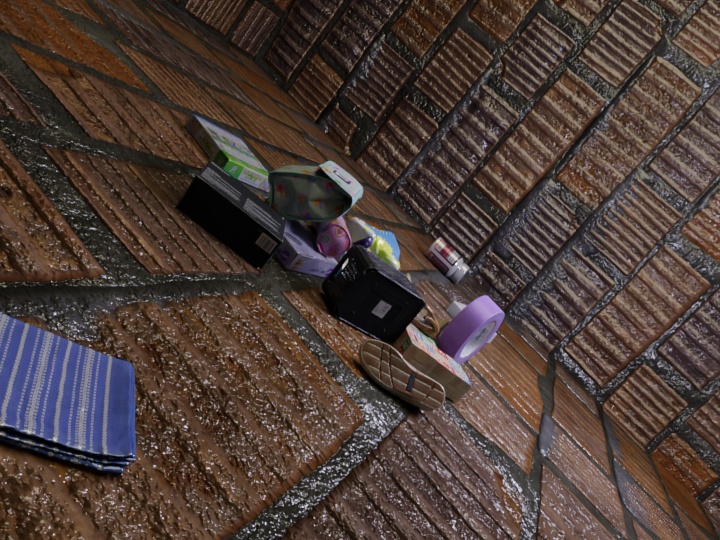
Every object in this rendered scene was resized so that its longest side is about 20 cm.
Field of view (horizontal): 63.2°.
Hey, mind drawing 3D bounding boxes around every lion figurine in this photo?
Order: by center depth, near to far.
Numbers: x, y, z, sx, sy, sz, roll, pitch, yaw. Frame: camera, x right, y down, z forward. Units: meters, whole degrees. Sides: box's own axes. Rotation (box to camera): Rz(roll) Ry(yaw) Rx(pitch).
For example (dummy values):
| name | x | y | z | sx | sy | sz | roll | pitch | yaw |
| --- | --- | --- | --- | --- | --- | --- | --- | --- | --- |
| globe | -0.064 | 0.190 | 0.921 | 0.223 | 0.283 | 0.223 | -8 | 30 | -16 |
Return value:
| name | x | y | z | sx | sy | sz | roll | pitch | yaw |
| --- | --- | --- | --- | --- | --- | --- | --- | --- | --- |
| lion figurine | 0.144 | 0.130 | 1.441 | 0.123 | 0.073 | 0.199 | 46 | -8 | -22 |

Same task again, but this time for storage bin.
| name | x | y | z | sx | sy | sz | roll | pitch | yaw |
| --- | --- | --- | --- | --- | --- | --- | --- | --- | --- |
| storage bin | 0.028 | 0.056 | 1.286 | 0.198 | 0.136 | 0.094 | 32 | 15 | -36 |

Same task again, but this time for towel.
| name | x | y | z | sx | sy | sz | roll | pitch | yaw |
| --- | --- | --- | --- | --- | --- | --- | --- | --- | --- |
| towel | -0.289 | 0.094 | 0.516 | 0.198 | 0.024 | 0.146 | 34 | 16 | -34 |

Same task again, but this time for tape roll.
| name | x | y | z | sx | sy | sz | roll | pitch | yaw |
| --- | --- | --- | --- | --- | --- | --- | --- | --- | --- |
| tape roll | 0.298 | 0.165 | 1.584 | 0.066 | 0.201 | 0.199 | 45 | 14 | 25 |

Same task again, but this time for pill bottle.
| name | x | y | z | sx | sy | sz | roll | pitch | yaw |
| --- | --- | --- | --- | --- | --- | --- | --- | --- | --- |
| pill bottle | 0.403 | -0.045 | 2.709 | 0.200 | 0.115 | 0.114 | 45 | 14 | 12 |

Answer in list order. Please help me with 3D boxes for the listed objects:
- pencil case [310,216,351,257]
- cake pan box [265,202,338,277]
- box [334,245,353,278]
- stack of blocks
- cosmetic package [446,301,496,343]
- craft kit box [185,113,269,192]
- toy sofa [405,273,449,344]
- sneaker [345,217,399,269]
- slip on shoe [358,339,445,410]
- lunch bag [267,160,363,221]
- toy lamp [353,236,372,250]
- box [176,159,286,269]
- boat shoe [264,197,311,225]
| name | x | y | z | sx | sy | sz | roll | pitch | yaw |
| --- | --- | --- | --- | --- | --- | --- | --- | --- | --- |
| pencil case | -0.075 | -0.102 | 1.395 | 0.087 | 0.088 | 0.201 | 35 | 15 | -22 |
| cake pan box | -0.154 | -0.071 | 1.344 | 0.185 | 0.052 | 0.199 | 51 | 16 | 22 |
| box | 0.000 | 0.000 | 1.473 | 0.048 | 0.085 | 0.198 | 4 | -14 | 37 |
| stack of blocks | 0.158 | 0.208 | 1.359 | 0.198 | 0.059 | 0.116 | 37 | 14 | -22 |
| cosmetic package | 0.408 | 0.191 | 2.144 | 0.151 | 0.052 | 0.198 | 46 | 14 | 27 |
| craft kit box | -0.341 | -0.308 | 1.550 | 0.198 | 0.049 | 0.198 | 47 | 14 | 26 |
| toy sofa | 0.154 | 0.118 | 1.615 | 0.201 | 0.097 | 0.083 | 50 | -8 | 30 |
| sneaker | 0.039 | -0.083 | 1.606 | 0.201 | 0.075 | 0.106 | 49 | 38 | -20 |
| slip on shoe | 0.074 | 0.206 | 1.138 | 0.197 | 0.078 | 0.060 | 31 | -25 | -12 |
| lunch bag | -0.096 | -0.177 | 1.307 | 0.193 | 0.126 | 0.171 | 2 | 15 | 7 |
| toy lamp | 0.034 | 0.025 | 1.406 | 0.058 | 0.057 | 0.206 | -43 | 115 | -77 |
| box | -0.245 | -0.112 | 1.148 | 0.198 | 0.079 | 0.142 | 38 | 17 | -16 |
| boat shoe | -0.181 | -0.153 | 1.497 | 0.064 | 0.076 | 0.198 | 19 | 7 | 35 |
